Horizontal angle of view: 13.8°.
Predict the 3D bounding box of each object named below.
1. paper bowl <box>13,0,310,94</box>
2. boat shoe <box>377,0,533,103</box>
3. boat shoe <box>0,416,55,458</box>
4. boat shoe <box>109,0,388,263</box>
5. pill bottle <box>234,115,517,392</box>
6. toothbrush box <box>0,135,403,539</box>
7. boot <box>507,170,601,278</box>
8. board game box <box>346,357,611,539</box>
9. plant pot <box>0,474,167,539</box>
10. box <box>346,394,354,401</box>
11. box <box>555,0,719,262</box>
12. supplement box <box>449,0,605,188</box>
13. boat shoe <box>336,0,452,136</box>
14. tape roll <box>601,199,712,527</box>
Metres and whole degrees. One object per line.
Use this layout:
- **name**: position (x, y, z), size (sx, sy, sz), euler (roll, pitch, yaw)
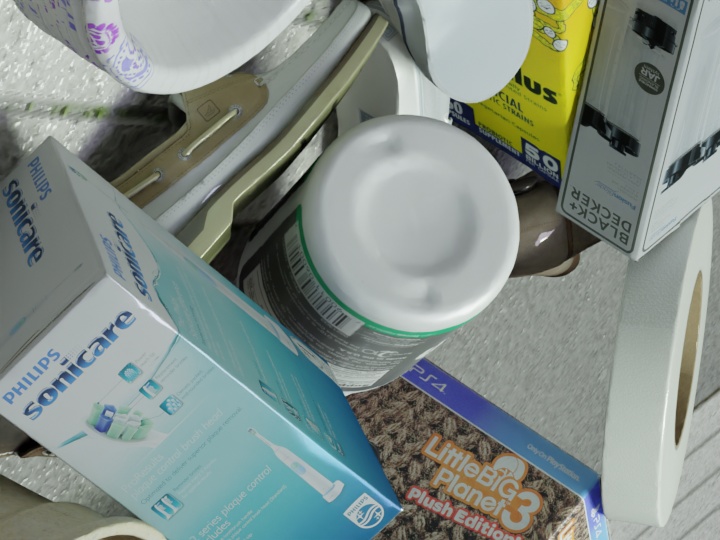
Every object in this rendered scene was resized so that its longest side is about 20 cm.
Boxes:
- **paper bowl**: position (-0.081, -0.185, 1.281), size (0.201, 0.104, 0.201), euler (-44, 154, -28)
- **boat shoe**: position (0.028, -0.164, 1.541), size (0.071, 0.070, 0.200), euler (-41, 142, -1)
- **boat shoe**: position (-0.147, 0.057, 1.495), size (0.200, 0.072, 0.072), euler (-30, 145, -46)
- **boat shoe**: position (-0.066, -0.070, 1.488), size (0.200, 0.068, 0.075), euler (-49, 177, -18)
- **pill bottle**: position (0.000, 0.000, 1.566), size (0.113, 0.113, 0.200), euler (-46, -178, -23)
- **toothbrush box**: position (-0.091, 0.050, 1.381), size (0.085, 0.146, 0.200), euler (-43, 122, 9)
- **boot**: position (0.074, -0.022, 1.798), size (0.146, 0.070, 0.200), euler (-13, 177, -27)
- **board game box**: position (0.026, 0.174, 1.769), size (0.200, 0.159, 0.097), euler (-50, 156, -18)
- **plant pot**: position (-0.217, 0.151, 1.341), size (0.200, 0.183, 0.201), euler (-43, 153, -29)
- **box**: position (-0.036, 0.088, 1.790), size (0.200, 0.039, 0.137), euler (-59, 156, 6)
- **box**: position (0.178, -0.116, 1.647), size (0.117, 0.060, 0.200), euler (-38, 150, -37)
- **supplement box**: position (0.105, -0.157, 1.669), size (0.110, 0.109, 0.200), euler (-47, 154, -22)
- **boat shoe**: position (0.022, -0.079, 1.669), size (0.068, 0.072, 0.200), euler (-39, 141, -30)
- **tape roll**: position (0.177, 0.051, 1.761), size (0.203, 0.037, 0.203), euler (8, 90, -78)
